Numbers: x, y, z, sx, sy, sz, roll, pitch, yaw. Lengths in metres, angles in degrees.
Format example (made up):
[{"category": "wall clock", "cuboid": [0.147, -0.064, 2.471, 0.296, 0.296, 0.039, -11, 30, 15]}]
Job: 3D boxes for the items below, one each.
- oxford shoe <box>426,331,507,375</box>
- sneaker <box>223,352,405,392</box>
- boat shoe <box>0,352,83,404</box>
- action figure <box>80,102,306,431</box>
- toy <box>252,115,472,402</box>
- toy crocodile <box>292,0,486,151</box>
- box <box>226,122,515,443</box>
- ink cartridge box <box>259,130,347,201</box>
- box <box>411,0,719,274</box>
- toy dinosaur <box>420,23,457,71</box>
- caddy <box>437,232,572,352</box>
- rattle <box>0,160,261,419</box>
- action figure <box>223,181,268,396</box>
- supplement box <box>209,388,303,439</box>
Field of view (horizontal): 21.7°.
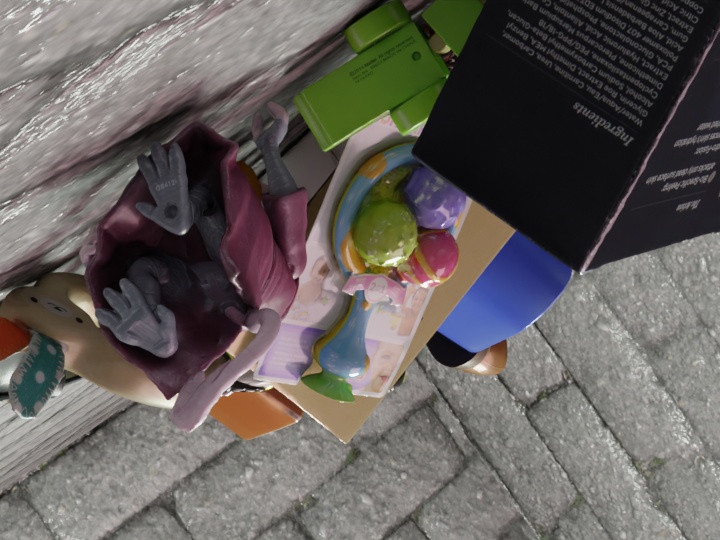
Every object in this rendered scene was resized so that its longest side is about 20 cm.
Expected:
[{"category": "oxford shoe", "cuboid": [0.070, 0.000, 1.524, 0.071, 0.201, 0.071, -28, 149, 24]}, {"category": "sneaker", "cuboid": [-0.069, 0.039, 1.249, 0.199, 0.077, 0.075, 1, -170, -11]}, {"category": "boat shoe", "cuboid": [-0.207, 0.053, 1.192, 0.076, 0.060, 0.200, -36, 179, 19]}, {"category": "action figure", "cuboid": [-0.063, -0.004, 0.988, 0.134, 0.149, 0.200, -42, 164, 6]}, {"category": "toy", "cuboid": [0.023, -0.010, 1.114, 0.115, 0.047, 0.201, 12, 109, -45]}, {"category": "toy crocodile", "cuboid": [0.053, -0.134, 1.037, 0.200, 0.068, 0.062, -36, 179, 9]}, {"category": "box", "cuboid": [0.012, -0.003, 1.167, 0.200, 0.021, 0.163, -52, 141, -4]}, {"category": "ink cartridge box", "cuboid": [0.032, -0.097, 1.430, 0.200, 0.086, 0.148, -33, 178, -30]}, {"category": "box", "cuboid": [0.154, -0.120, 0.957, 0.196, 0.117, 0.201, -13, 133, -58]}, {"category": "toy dinosaur", "cuboid": [0.108, -0.176, 1.134, 0.200, 0.102, 0.136, -54, -169, 9]}, {"category": "caddy", "cuboid": [0.090, -0.027, 1.378, 0.142, 0.105, 0.200, -60, -168, -24]}, {"category": "rattle", "cuboid": [-0.140, 0.007, 1.088, 0.143, 0.130, 0.200, -45, 151, 19]}, {"category": "action figure", "cuboid": [-0.118, 0.001, 1.365, 0.149, 0.134, 0.200, -62, 179, -4]}, {"category": "supplement box", "cuboid": [-0.070, 0.029, 1.482, 0.069, 0.066, 0.201, -23, -139, 41]}]
